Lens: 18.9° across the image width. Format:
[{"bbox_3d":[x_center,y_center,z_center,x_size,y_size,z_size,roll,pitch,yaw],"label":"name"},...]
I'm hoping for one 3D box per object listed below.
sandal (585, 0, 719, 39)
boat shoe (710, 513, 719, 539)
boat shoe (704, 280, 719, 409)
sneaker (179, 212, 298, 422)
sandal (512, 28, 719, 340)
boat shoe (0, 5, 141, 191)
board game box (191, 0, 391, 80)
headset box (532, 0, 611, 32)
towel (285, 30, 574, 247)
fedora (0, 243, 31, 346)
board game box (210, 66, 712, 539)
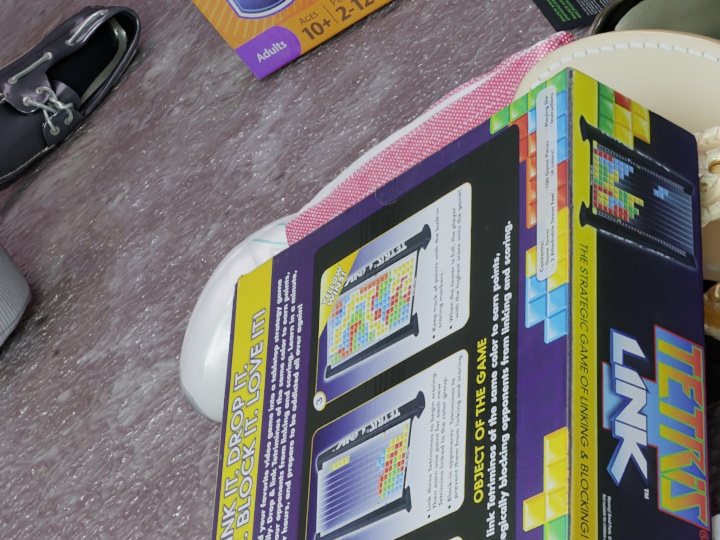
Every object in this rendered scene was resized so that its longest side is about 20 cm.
[{"bbox_3d":[0.114,-0.077,0.765,0.080,0.057,0.201,-57,13,1],"label":"sandal"},{"bbox_3d":[0.083,0.128,0.611,0.200,0.073,0.066,-37,42,36],"label":"boat shoe"},{"bbox_3d":[0.123,0.013,0.758,0.074,0.076,0.199,-19,5,-42],"label":"boat shoe"},{"bbox_3d":[0.000,0.000,0.972,0.200,0.071,0.080,-40,25,2],"label":"sneaker"},{"bbox_3d":[0.120,-0.011,0.641,0.070,0.211,0.078,-25,-43,-52],"label":"sandal"},{"bbox_3d":[-0.233,-0.130,1.596,0.063,0.073,0.200,-16,28,52],"label":"boat shoe"},{"bbox_3d":[-0.030,-0.288,1.376,0.199,0.200,0.200,-27,26,32],"label":"board game box"},{"bbox_3d":[0.168,-0.219,1.066,0.174,0.093,0.199,-52,23,-25],"label":"headset box"},{"bbox_3d":[0.044,0.034,0.756,0.146,0.030,0.201,-33,58,38],"label":"towel"},{"bbox_3d":[-0.271,0.029,1.337,0.200,0.090,0.177,-39,20,23],"label":"fedora"},{"bbox_3d":[0.024,0.068,0.617,0.165,0.056,0.201,-31,45,45],"label":"board game box"}]
